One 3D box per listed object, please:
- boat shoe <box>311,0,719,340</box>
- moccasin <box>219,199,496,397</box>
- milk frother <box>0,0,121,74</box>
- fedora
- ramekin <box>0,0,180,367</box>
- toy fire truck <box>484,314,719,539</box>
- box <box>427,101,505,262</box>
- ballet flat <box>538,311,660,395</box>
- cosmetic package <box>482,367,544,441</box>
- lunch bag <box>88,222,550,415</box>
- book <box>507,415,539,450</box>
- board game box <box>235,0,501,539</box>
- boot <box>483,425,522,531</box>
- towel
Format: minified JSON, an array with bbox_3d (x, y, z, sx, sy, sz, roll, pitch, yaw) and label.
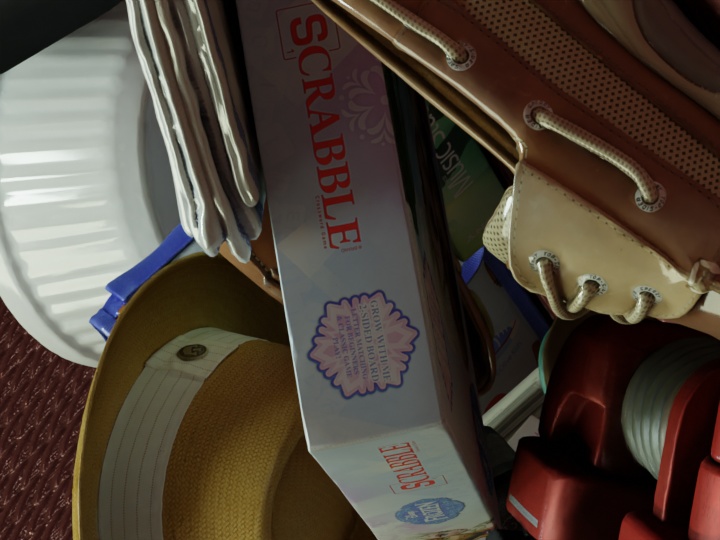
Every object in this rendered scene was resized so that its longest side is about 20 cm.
[{"bbox_3d":[0.062,-0.019,0.651,0.200,0.072,0.076,49,176,13],"label":"boat shoe"},{"bbox_3d":[-0.001,0.001,1.092,0.078,0.074,0.202,41,173,34],"label":"moccasin"},{"bbox_3d":[-0.145,-0.133,0.981,0.181,0.188,0.200,58,-175,7],"label":"milk frother"},{"bbox_3d":[-0.037,0.088,1.121,0.081,0.202,0.201,0,148,28],"label":"fedora"},{"bbox_3d":[-0.096,-0.053,1.383,0.094,0.203,0.203,-4,140,34],"label":"ramekin"},{"bbox_3d":[0.088,0.037,0.788,0.128,0.201,0.176,8,-173,-10],"label":"toy fire truck"},{"bbox_3d":[-0.019,-0.101,1.097,0.144,0.036,0.200,47,177,36],"label":"box"},{"bbox_3d":[0.139,0.082,0.965,0.063,0.069,0.200,-7,131,51],"label":"ballet flat"},{"bbox_3d":[0.133,0.137,1.245,0.200,0.087,0.103,50,174,-7],"label":"cosmetic package"},{"bbox_3d":[-0.015,0.030,1.305,0.124,0.170,0.200,36,166,49],"label":"lunch bag"},{"bbox_3d":[0.133,0.154,1.108,0.199,0.048,0.134,33,147,17],"label":"book"},{"bbox_3d":[0.001,-0.026,0.858,0.200,0.041,0.201,61,-161,-75],"label":"board game box"},{"bbox_3d":[0.044,0.162,0.923,0.174,0.200,0.069,42,170,23],"label":"boot"},{"bbox_3d":[-0.054,-0.106,0.814,0.200,0.024,0.148,-95,-9,-65],"label":"towel"}]
